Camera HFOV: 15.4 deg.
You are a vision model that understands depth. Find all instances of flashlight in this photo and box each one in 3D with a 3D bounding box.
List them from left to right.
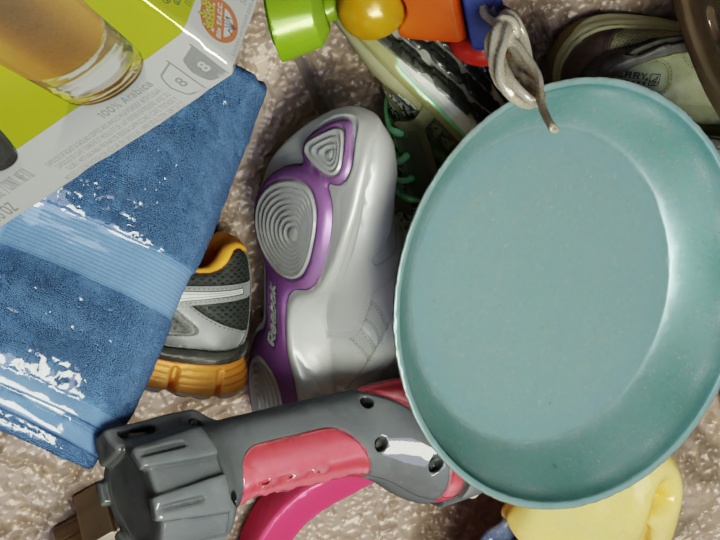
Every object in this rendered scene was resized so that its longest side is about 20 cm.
[{"bbox_3d":[-0.022,0.091,1.223,0.200,0.068,0.068,-13,113,-37],"label":"flashlight"}]

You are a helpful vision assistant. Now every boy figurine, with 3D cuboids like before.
[{"bbox_3d":[0.104,0.109,1.323,0.124,0.064,0.200,18,104,-22],"label":"boy figurine"}]

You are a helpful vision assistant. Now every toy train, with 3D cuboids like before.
[{"bbox_3d":[0.010,-0.116,1.153,0.115,0.200,0.085,-13,134,2],"label":"toy train"}]

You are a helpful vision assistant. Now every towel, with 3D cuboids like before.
[{"bbox_3d":[-0.124,-0.020,1.197,0.111,0.049,0.200,26,79,-15],"label":"towel"}]

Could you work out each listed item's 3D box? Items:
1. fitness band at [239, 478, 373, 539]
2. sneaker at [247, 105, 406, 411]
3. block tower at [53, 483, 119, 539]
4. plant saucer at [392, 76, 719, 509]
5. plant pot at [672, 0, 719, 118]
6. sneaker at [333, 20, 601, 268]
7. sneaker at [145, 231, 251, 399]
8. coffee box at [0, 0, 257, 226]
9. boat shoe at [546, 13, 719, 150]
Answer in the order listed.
[{"bbox_3d":[0.033,0.139,1.374,0.200,0.037,0.144,-27,116,0],"label":"fitness band"},{"bbox_3d":[0.000,0.000,1.274,0.099,0.075,0.200,-13,135,-25],"label":"sneaker"},{"bbox_3d":[-0.088,0.196,1.361,0.054,0.058,0.200,-29,117,1],"label":"block tower"},{"bbox_3d":[0.091,0.009,1.228,0.200,0.036,0.201,-7,102,-31],"label":"plant saucer"},{"bbox_3d":[0.236,-0.134,1.191,0.174,0.200,0.201,-19,118,-6],"label":"plant pot"},{"bbox_3d":[0.036,-0.052,1.266,0.089,0.077,0.200,-32,115,22],"label":"sneaker"},{"bbox_3d":[-0.143,0.005,1.250,0.199,0.078,0.077,11,99,-22],"label":"sneaker"},{"bbox_3d":[-0.155,-0.167,1.043,0.198,0.200,0.200,35,141,-25],"label":"coffee box"},{"bbox_3d":[0.192,-0.086,1.282,0.200,0.066,0.072,1,115,-14],"label":"boat shoe"}]
